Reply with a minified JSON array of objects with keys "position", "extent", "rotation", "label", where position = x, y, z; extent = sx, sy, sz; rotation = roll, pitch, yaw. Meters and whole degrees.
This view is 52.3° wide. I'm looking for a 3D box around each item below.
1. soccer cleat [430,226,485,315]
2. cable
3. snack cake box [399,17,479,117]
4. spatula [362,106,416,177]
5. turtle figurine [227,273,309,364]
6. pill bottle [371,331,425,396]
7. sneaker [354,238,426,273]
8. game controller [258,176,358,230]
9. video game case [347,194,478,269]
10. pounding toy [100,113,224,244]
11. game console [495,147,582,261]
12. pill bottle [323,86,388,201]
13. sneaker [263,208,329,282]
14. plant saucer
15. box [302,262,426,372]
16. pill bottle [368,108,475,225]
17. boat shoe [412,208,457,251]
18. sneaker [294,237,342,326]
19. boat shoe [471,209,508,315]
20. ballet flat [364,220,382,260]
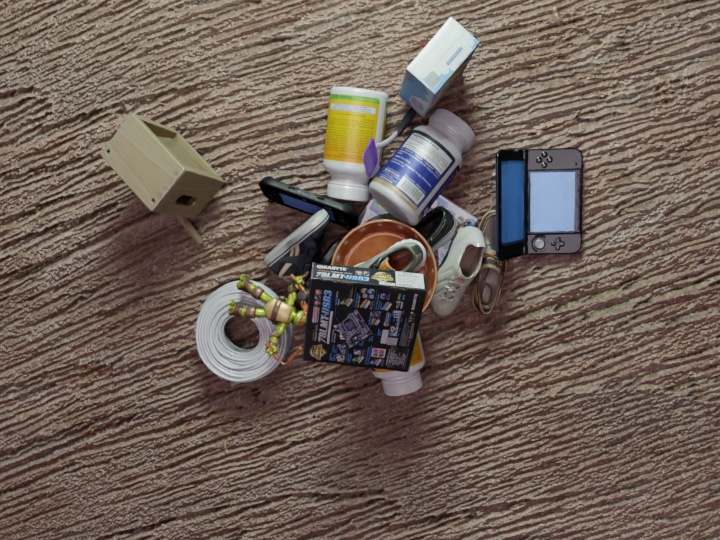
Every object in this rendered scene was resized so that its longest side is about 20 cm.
[{"position":[0.182,0.011,1.385],"extent":[0.069,0.078,0.202],"rotation":[7,121,-17],"label":"soccer cleat"},{"position":[-0.238,0.124,1.478],"extent":[0.198,0.069,0.202],"rotation":[-25,95,9],"label":"cable"},{"position":[0.134,-0.351,1.293],"extent":[0.067,0.200,0.115],"rotation":[40,91,-1],"label":"snack cake box"},{"position":[0.055,-0.245,1.353],"extent":[0.020,0.200,0.057],"rotation":[18,141,31],"label":"spatula"},{"position":[-0.162,0.064,1.403],"extent":[0.160,0.064,0.202],"rotation":[20,97,3],"label":"turtle figurine"},{"position":[0.063,0.135,1.426],"extent":[0.108,0.109,0.202],"rotation":[-12,96,8],"label":"pill bottle"},{"position":[0.024,0.008,1.297],"extent":[0.199,0.079,0.074],"rotation":[-35,84,8],"label":"sneaker"},{"position":[-0.098,-0.128,1.404],"extent":[0.198,0.104,0.043],"rotation":[19,87,8],"label":"game controller"},{"position":[0.098,-0.079,1.436],"extent":[0.199,0.022,0.183],"rotation":[34,101,1],"label":"video game case"},{"position":[-0.368,-0.167,1.408],"extent":[0.184,0.200,0.142],"rotation":[45,101,13],"label":"pounding toy"},{"position":[0.331,-0.123,1.354],"extent":[0.169,0.118,0.202],"rotation":[-1,99,7],"label":"game console"},{"position":[-0.013,-0.236,1.379],"extent":[0.110,0.111,0.202],"rotation":[8,99,5],"label":"pill bottle"},{"position":[-0.105,-0.044,1.410],"extent":[0.079,0.079,0.200],"rotation":[45,138,-9],"label":"sneaker"},{"position":[0.043,0.008,1.349],"extent":[0.198,0.032,0.203],"rotation":[-1,87,9],"label":"plant saucer"},{"position":[0.003,0.085,1.281],"extent":[0.196,0.050,0.201],"rotation":[7,128,-2],"label":"box"},{"position":[0.116,-0.192,1.354],"extent":[0.115,0.116,0.200],"rotation":[39,84,-1],"label":"pill bottle"},{"position":[0.094,-0.044,1.389],"extent":[0.200,0.057,0.069],"rotation":[-40,49,5],"label":"boat shoe"},{"position":[-0.063,0.042,1.455],"extent":[0.104,0.060,0.201],"rotation":[36,100,-6],"label":"sneaker"},{"position":[0.250,-0.013,1.402],"extent":[0.071,0.072,0.202],"rotation":[10,99,4],"label":"boat shoe"},{"position":[0.000,0.000,1.406],"extent":[0.067,0.062,0.201],"rotation":[32,92,20],"label":"ballet flat"}]
